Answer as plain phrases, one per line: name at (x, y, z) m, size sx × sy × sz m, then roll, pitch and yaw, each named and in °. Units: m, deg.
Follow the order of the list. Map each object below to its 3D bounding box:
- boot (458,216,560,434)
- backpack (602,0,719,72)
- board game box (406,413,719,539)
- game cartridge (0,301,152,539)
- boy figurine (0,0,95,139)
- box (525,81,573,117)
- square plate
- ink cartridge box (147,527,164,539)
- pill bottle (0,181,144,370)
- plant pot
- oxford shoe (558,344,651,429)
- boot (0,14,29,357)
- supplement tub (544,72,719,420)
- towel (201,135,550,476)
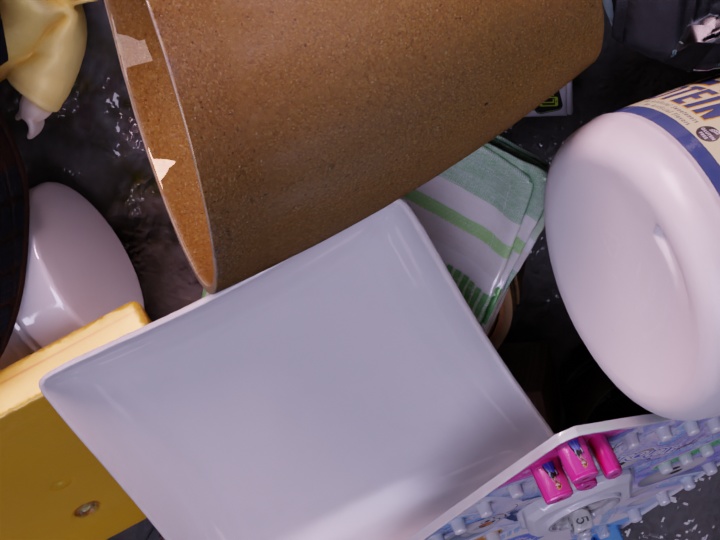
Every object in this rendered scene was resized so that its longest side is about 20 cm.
boot at (0.014, 0.018, 1.141) m, size 0.154 × 0.074 × 0.201 m, roll -5°, pitch 117°, yaw 15°
backpack at (0.173, -0.189, 0.958) m, size 0.166 × 0.127 × 0.201 m, roll 11°, pitch 123°, yaw 4°
board game box at (0.116, 0.126, 1.129) m, size 0.199 × 0.026 × 0.200 m, roll -4°, pitch 153°, yaw -42°
game cartridge at (-0.163, 0.100, 1.139) m, size 0.176 × 0.033 × 0.200 m, roll -28°, pitch 153°, yaw -2°
boy figurine at (-0.184, -0.122, 1.067) m, size 0.199 × 0.065 × 0.125 m, roll -26°, pitch 111°, yaw 22°
box at (0.003, -0.128, 1.065) m, size 0.199 × 0.035 × 0.111 m, roll -2°, pitch 123°, yaw 6°
square plate at (-0.024, 0.071, 1.067) m, size 0.197 × 0.029 × 0.200 m, roll -27°, pitch 125°, yaw 11°
ink cartridge box at (-0.114, 0.247, 1.252) m, size 0.082 × 0.146 × 0.200 m, roll 24°, pitch 122°, yaw -13°
pill bottle at (-0.220, 0.040, 1.144) m, size 0.199 × 0.114 × 0.114 m, roll -28°, pitch 117°, yaw 20°
plant pot at (-0.001, -0.109, 0.961) m, size 0.199 × 0.187 × 0.187 m, roll -18°, pitch 123°, yaw -9°
oxford shoe at (0.191, 0.042, 1.134) m, size 0.073 × 0.085 × 0.200 m, roll 41°, pitch 115°, yaw -18°
boot at (-0.218, -0.050, 1.039) m, size 0.096 × 0.075 × 0.201 m, roll 4°, pitch 106°, yaw 20°
supplement tub at (0.202, -0.028, 1.010) m, size 0.199 × 0.145 × 0.146 m, roll -21°, pitch 126°, yaw -23°
towel at (0.000, 0.000, 1.090) m, size 0.152 × 0.023 × 0.201 m, roll 27°, pitch 123°, yaw 8°
